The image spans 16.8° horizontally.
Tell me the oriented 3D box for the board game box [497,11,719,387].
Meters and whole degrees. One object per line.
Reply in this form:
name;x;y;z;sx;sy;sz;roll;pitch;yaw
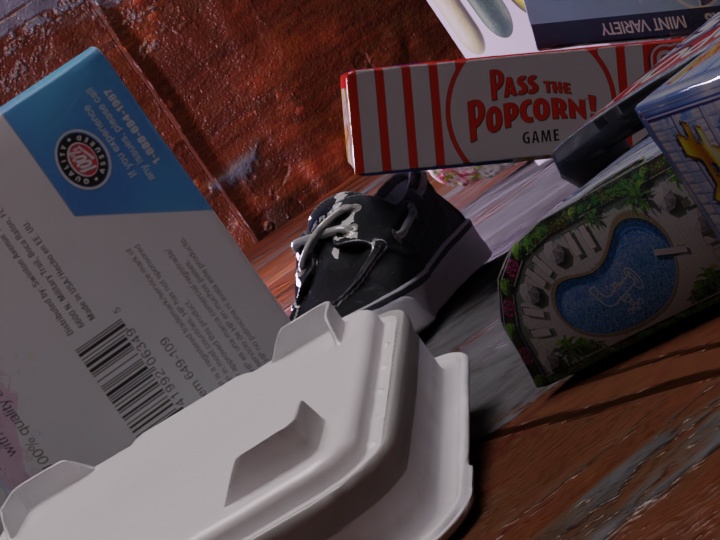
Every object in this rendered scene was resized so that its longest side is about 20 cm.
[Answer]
board game box;0.122;-0.046;0.651;0.200;0.062;0.200;-31;5;45

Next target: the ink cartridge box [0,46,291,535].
ink cartridge box;-0.150;0.039;0.939;0.200;0.147;0.146;-35;2;-15

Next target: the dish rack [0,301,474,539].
dish rack;-0.051;0.070;0.677;0.171;0.044;0.200;-32;8;8

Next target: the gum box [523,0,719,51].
gum box;0.196;-0.162;1.125;0.170;0.045;0.200;0;26;41

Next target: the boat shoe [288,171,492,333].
boat shoe;0.000;0.000;1.060;0.072;0.068;0.200;-32;4;27

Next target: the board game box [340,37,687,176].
board game box;0.068;-0.073;1.095;0.151;0.046;0.200;-5;4;-2

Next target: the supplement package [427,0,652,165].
supplement package;0.129;-0.195;1.397;0.151;0.200;0.152;-36;3;-23

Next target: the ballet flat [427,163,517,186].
ballet flat;0.126;-0.123;1.549;0.200;0.076;0.064;-39;21;-15
